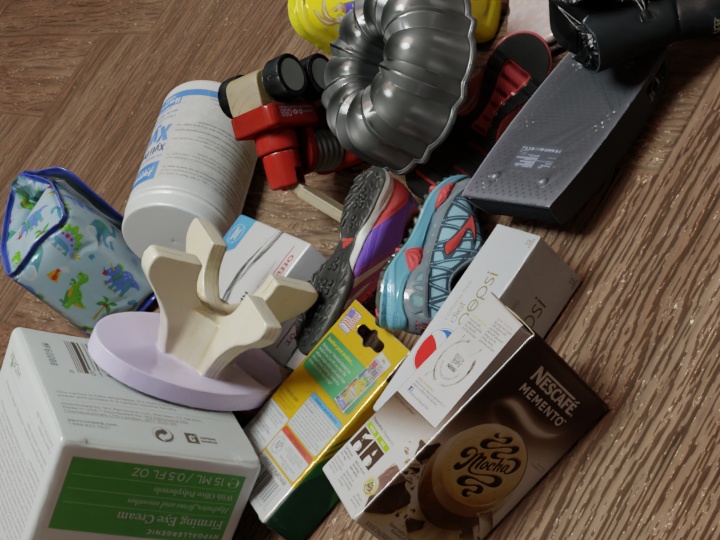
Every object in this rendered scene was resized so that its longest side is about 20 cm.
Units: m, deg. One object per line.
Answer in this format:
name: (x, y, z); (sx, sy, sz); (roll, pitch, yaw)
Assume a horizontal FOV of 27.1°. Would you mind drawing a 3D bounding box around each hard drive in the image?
hard drive: (0.194, -0.126, 1.379); (0.134, 0.042, 0.201); (11, 58, 53)

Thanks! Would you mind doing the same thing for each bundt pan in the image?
bundt pan: (0.027, -0.200, 1.481); (0.201, 0.075, 0.204); (-30, 53, 50)

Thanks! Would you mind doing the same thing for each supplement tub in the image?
supplement tub: (-0.193, -0.111, 1.755); (0.131, 0.132, 0.202); (-21, 41, 36)

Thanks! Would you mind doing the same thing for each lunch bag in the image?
lunch bag: (-0.341, -0.029, 1.807); (0.127, 0.170, 0.200); (-45, 31, 4)

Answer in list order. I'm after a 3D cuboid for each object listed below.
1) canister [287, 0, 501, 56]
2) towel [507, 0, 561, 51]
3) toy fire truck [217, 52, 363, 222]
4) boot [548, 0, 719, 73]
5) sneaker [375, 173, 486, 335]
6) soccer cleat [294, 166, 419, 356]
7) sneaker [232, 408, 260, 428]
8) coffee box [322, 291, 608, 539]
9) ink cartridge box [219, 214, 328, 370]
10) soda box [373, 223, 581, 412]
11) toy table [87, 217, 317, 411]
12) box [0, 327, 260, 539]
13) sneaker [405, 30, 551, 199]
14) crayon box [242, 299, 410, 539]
canister: (0.039, -0.293, 1.655); (0.199, 0.148, 0.088); (-3, 70, 46)
towel: (0.236, -0.313, 1.548); (0.190, 0.032, 0.202); (-24, 41, 34)
toy fire truck: (-0.038, -0.127, 1.602); (0.128, 0.175, 0.203); (-16, 86, 39)
boot: (0.249, -0.268, 1.375); (0.166, 0.077, 0.201); (-13, 47, -5)
sneaker: (0.088, -0.007, 1.389); (0.095, 0.080, 0.201); (17, 50, 16)
soccer cleat: (0.000, 0.000, 1.473); (0.068, 0.073, 0.202); (1, 63, 53)
sneaker: (-0.149, 0.095, 1.547); (0.085, 0.075, 0.200); (-45, 43, 8)
coffee box: (0.083, 0.134, 1.192); (0.200, 0.113, 0.080); (-47, 33, 3)
ink cartridge box: (-0.092, 0.022, 1.556); (0.116, 0.067, 0.199); (-54, 33, -9)
soda box: (0.100, 0.063, 1.286); (0.201, 0.068, 0.063); (-55, 33, -10)
toy table: (-0.141, 0.047, 1.395); (0.184, 0.199, 0.118); (44, 115, 36)
box: (-0.233, 0.184, 1.381); (0.200, 0.197, 0.173); (51, 123, 53)
sneaker: (0.124, -0.150, 1.499); (0.201, 0.074, 0.087); (-50, -2, 14)
crayon box: (-0.031, 0.138, 1.379); (0.200, 0.052, 0.126); (-49, 33, 0)
